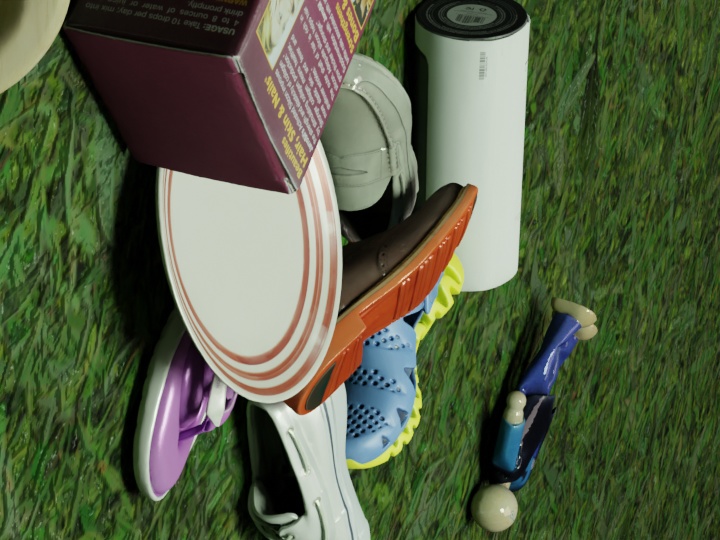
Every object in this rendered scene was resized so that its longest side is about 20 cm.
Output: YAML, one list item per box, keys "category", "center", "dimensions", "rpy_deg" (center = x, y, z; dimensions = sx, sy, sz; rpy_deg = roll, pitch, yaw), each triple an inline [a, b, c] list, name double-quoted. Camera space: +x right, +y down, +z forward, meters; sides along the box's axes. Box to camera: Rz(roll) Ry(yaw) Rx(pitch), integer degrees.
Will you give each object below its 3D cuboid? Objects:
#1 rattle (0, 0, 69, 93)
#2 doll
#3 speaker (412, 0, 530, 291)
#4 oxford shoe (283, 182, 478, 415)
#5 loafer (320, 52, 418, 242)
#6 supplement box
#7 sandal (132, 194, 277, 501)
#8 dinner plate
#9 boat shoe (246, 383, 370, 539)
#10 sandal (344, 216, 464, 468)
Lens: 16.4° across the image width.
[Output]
- category: "rattle"
  center: [-0.208, -0.110, 1.062]
  dimensions: [0.129, 0.143, 0.201]
  rpy_deg: [2, 119, -37]
- category: "doll"
  center: [0.139, 0.123, 2.095]
  dimensions: [0.137, 0.048, 0.201]
  rpy_deg: [68, 45, -72]
- category: "speaker"
  center: [0.076, -0.088, 1.755]
  dimensions: [0.081, 0.081, 0.201]
  rpy_deg: [-49, 146, -52]
- category: "oxford shoe"
  center: [0.000, 0.000, 1.562]
  dimensions: [0.200, 0.072, 0.071]
  rpy_deg: [-44, 162, -32]
- category: "loafer"
  center: [-0.001, -0.072, 1.576]
  dimensions: [0.200, 0.069, 0.070]
  rpy_deg: [63, 35, -61]
- category: "supplement box"
  center: [-0.059, -0.163, 1.318]
  dimensions: [0.131, 0.102, 0.201]
  rpy_deg: [68, 39, -57]
- category: "sandal"
  center: [-0.079, 0.040, 1.462]
  dimensions: [0.083, 0.049, 0.204]
  rpy_deg: [63, 44, -60]
- category: "dinner plate"
  center: [-0.067, -0.024, 1.431]
  dimensions: [0.200, 0.024, 0.202]
  rpy_deg: [22, 65, -57]
- category: "boat shoe"
  center: [-0.045, 0.143, 1.613]
  dimensions: [0.067, 0.073, 0.201]
  rpy_deg: [-34, 129, -36]
- category: "sandal"
  center: [0.009, 0.040, 1.674]
  dimensions: [0.087, 0.079, 0.201]
  rpy_deg: [70, 29, -50]
